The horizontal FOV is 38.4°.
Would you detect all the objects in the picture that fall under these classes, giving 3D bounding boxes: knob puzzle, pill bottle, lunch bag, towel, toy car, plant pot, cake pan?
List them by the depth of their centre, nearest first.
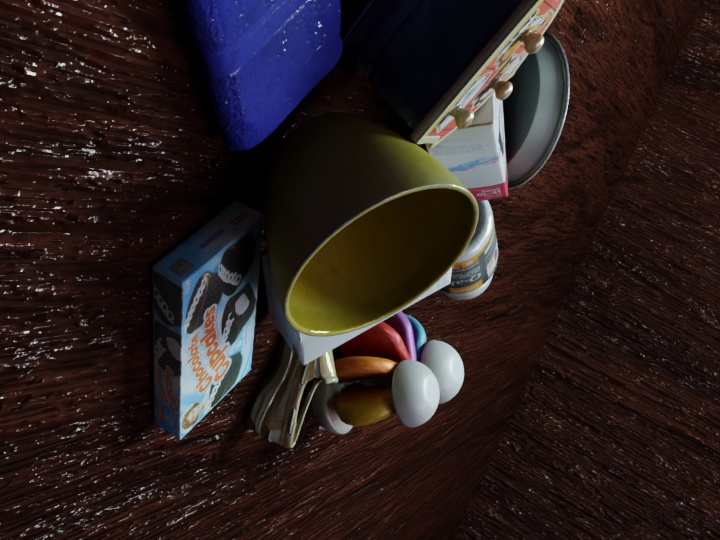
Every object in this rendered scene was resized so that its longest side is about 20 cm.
[{"bbox_3d":[-0.076,-0.199,0.794,0.148,0.049,0.201,-48,157,-20],"label":"towel"},{"bbox_3d":[-0.012,-0.059,0.948,0.197,0.143,0.201,-25,152,-14],"label":"plant pot"},{"bbox_3d":[0.079,-0.247,0.970,0.201,0.132,0.136,-50,173,25],"label":"lunch bag"},{"bbox_3d":[0.134,-0.185,0.975,0.220,0.030,0.220,-47,174,-6],"label":"knob puzzle"},{"bbox_3d":[0.185,-0.205,1.296,0.036,0.201,0.203,9,113,-27],"label":"cake pan"},{"bbox_3d":[0.028,0.121,1.358,0.199,0.172,0.153,-25,103,-60],"label":"toy car"},{"bbox_3d":[0.135,-0.035,1.452,0.118,0.115,0.200,-58,160,-12],"label":"pill bottle"}]

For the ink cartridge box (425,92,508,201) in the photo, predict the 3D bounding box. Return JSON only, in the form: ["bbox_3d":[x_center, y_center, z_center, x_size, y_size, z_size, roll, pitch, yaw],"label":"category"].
[{"bbox_3d":[0.119,-0.184,1.176,0.200,0.084,0.151,60,29,-69],"label":"ink cartridge box"}]

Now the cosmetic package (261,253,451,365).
[{"bbox_3d":[0.000,0.000,1.088,0.198,0.082,0.114,-26,148,-20],"label":"cosmetic package"}]

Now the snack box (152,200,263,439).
[{"bbox_3d":[-0.141,0.048,0.950,0.116,0.037,0.202,-45,154,-43],"label":"snack box"}]

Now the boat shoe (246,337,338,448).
[{"bbox_3d":[-0.056,0.108,1.194,0.203,0.075,0.071,-65,161,6],"label":"boat shoe"}]
